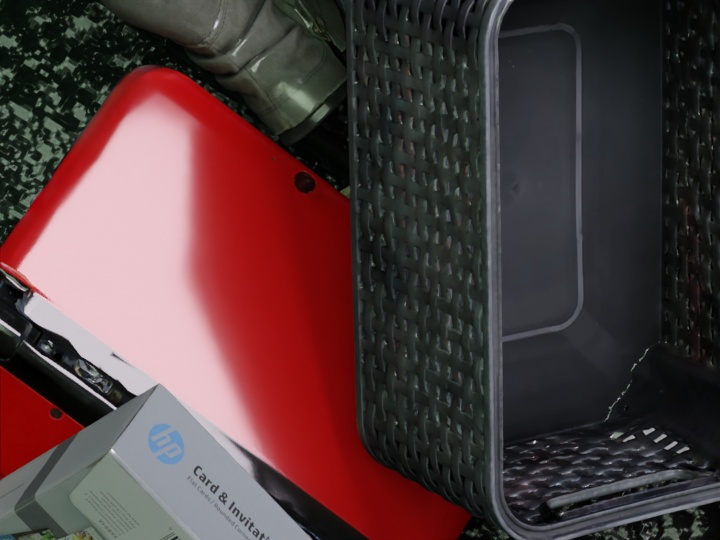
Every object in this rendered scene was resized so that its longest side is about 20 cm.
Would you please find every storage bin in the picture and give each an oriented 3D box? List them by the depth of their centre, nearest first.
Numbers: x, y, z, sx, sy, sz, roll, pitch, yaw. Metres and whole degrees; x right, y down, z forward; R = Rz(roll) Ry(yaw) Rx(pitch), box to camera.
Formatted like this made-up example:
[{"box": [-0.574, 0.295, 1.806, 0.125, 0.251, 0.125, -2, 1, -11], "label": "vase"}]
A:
[{"box": [0.077, -0.020, 1.027, 0.135, 0.094, 0.200, -11, 110, -29], "label": "storage bin"}]

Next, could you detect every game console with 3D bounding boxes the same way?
[{"box": [-0.062, 0.057, 1.104, 0.200, 0.119, 0.172, 37, 126, -8], "label": "game console"}]

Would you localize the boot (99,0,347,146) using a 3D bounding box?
[{"box": [-0.062, -0.132, 1.149, 0.068, 0.200, 0.131, -39, 120, 23], "label": "boot"}]

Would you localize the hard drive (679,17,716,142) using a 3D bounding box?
[{"box": [0.173, -0.138, 1.139, 0.135, 0.042, 0.200, -12, 89, 22], "label": "hard drive"}]

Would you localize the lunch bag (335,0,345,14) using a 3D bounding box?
[{"box": [0.024, -0.166, 1.096, 0.132, 0.200, 0.136, -24, 42, -2], "label": "lunch bag"}]

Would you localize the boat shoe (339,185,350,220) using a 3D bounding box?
[{"box": [0.000, 0.000, 1.142, 0.200, 0.063, 0.073, -23, 98, -2], "label": "boat shoe"}]

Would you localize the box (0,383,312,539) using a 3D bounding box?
[{"box": [-0.083, 0.139, 1.049, 0.156, 0.200, 0.041, 47, 45, -11], "label": "box"}]
